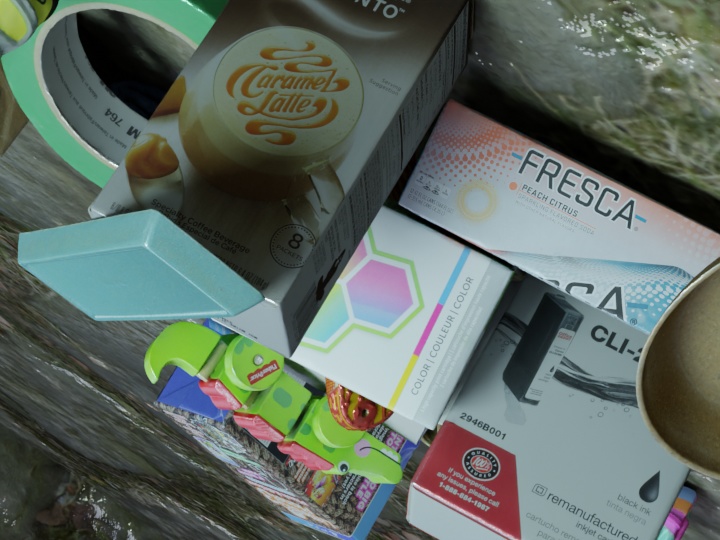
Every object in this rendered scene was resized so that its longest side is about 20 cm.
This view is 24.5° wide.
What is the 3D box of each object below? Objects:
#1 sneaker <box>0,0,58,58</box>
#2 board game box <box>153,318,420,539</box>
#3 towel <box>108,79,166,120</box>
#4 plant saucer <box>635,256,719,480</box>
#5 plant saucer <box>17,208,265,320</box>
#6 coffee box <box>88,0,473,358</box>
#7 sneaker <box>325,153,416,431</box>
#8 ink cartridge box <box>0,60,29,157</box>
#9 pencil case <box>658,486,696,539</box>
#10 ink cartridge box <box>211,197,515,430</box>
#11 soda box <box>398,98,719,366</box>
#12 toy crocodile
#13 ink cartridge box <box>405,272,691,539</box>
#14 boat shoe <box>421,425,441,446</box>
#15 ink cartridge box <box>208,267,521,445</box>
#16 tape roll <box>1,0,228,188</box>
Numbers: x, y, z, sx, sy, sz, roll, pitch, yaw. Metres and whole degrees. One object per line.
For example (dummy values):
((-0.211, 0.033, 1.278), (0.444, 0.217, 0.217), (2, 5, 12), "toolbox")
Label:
((-0.226, -0.208, 0.881), (0.075, 0.076, 0.201), (18, 133, 47), "sneaker")
((-0.045, 0.106, 1.390), (0.096, 0.160, 0.200), (11, 152, 47), "board game box")
((-0.124, -0.061, 1.249), (0.111, 0.049, 0.200), (33, 162, 27), "towel")
((0.237, 0.035, 0.848), (0.198, 0.036, 0.201), (-2, 134, -2), "plant saucer")
((-0.119, 0.002, 0.839), (0.070, 0.019, 0.200), (39, 159, -22), "plant saucer")
((-0.037, -0.073, 0.860), (0.114, 0.201, 0.080), (26, 161, 13), "coffee box")
((0.000, 0.000, 1.045), (0.073, 0.202, 0.077), (5, 175, -34), "sneaker")
((-0.333, -0.189, 1.199), (0.164, 0.075, 0.200), (24, 155, 20), "ink cartridge box")
((0.171, 0.165, 1.331), (0.199, 0.089, 0.088), (30, 161, -2), "pencil case")
((-0.021, -0.001, 0.965), (0.199, 0.104, 0.059), (27, -172, 2), "ink cartridge box")
((0.124, -0.021, 0.929), (0.199, 0.069, 0.064), (28, -176, 10), "soda box")
((-0.056, 0.094, 1.130), (0.200, 0.062, 0.067), (36, 163, -20), "toy crocodile")
((0.137, 0.092, 1.019), (0.144, 0.201, 0.084), (27, 157, 12), "ink cartridge box")
((0.041, 0.081, 1.322), (0.071, 0.076, 0.200), (16, 156, 37), "boat shoe")
((0.012, 0.020, 1.134), (0.199, 0.129, 0.125), (30, 162, 4), "ink cartridge box")
((-0.126, -0.119, 1.026), (0.199, 0.048, 0.201), (16, 141, 14), "tape roll")
